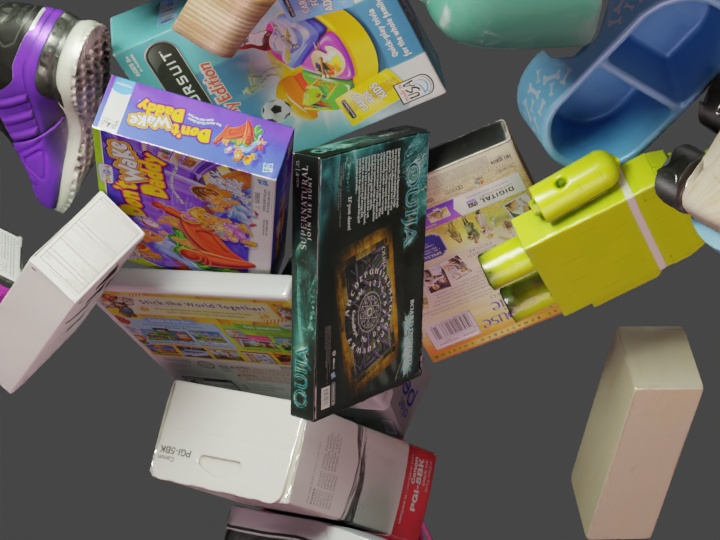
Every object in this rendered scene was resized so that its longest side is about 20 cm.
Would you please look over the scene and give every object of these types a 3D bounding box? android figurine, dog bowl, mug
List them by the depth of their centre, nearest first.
[{"bbox_3d":[0.095,-0.236,1.307,0.113,0.153,0.186,-2,133,-4],"label":"mug"},{"bbox_3d":[0.205,-0.152,1.479,0.111,0.050,0.200,25,124,-29],"label":"dog bowl"},{"bbox_3d":[0.193,-0.031,1.540,0.199,0.041,0.182,-29,146,8],"label":"android figurine"}]

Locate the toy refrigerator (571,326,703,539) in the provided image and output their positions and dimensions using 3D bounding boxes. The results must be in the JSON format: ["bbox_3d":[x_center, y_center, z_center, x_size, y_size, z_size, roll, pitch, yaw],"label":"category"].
[{"bbox_3d":[0.246,0.146,1.755,0.069,0.076,0.201,0,133,-10],"label":"toy refrigerator"}]

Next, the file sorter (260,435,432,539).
[{"bbox_3d":[0.002,0.277,1.754,0.138,0.201,0.126,-17,137,7],"label":"file sorter"}]

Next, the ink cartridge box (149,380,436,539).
[{"bbox_3d":[-0.052,0.158,1.626,0.146,0.084,0.200,8,169,35],"label":"ink cartridge box"}]

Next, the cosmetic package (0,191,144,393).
[{"bbox_3d":[-0.230,0.021,1.489,0.051,0.083,0.200,45,148,-1],"label":"cosmetic package"}]

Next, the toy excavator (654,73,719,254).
[{"bbox_3d":[0.339,-0.082,1.496,0.200,0.100,0.195,33,88,-50],"label":"toy excavator"}]

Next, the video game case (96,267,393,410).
[{"bbox_3d":[-0.097,0.054,1.564,0.199,0.023,0.182,3,150,31],"label":"video game case"}]

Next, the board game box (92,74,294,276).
[{"bbox_3d":[-0.121,-0.055,1.441,0.133,0.045,0.200,16,155,4],"label":"board game box"}]

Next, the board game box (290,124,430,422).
[{"bbox_3d":[0.000,0.000,1.482,0.135,0.028,0.202,-18,115,-50],"label":"board game box"}]

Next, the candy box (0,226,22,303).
[{"bbox_3d":[-0.377,-0.006,1.510,0.199,0.061,0.136,28,124,-31],"label":"candy box"}]

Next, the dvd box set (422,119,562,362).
[{"bbox_3d":[0.087,-0.020,1.597,0.145,0.030,0.200,-22,133,12],"label":"dvd box set"}]

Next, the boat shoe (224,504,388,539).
[{"bbox_3d":[-0.039,0.238,1.607,0.198,0.069,0.073,6,168,38],"label":"boat shoe"}]

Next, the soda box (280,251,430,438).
[{"bbox_3d":[-0.002,0.048,1.601,0.063,0.069,0.201,10,144,25],"label":"soda box"}]

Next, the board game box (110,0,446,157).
[{"bbox_3d":[-0.058,-0.155,1.432,0.199,0.047,0.151,-22,133,11],"label":"board game box"}]

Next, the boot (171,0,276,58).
[{"bbox_3d":[-0.127,-0.253,1.317,0.199,0.074,0.155,27,111,-15],"label":"boot"}]

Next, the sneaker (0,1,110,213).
[{"bbox_3d":[-0.236,-0.125,1.422,0.099,0.070,0.201,21,145,4],"label":"sneaker"}]
